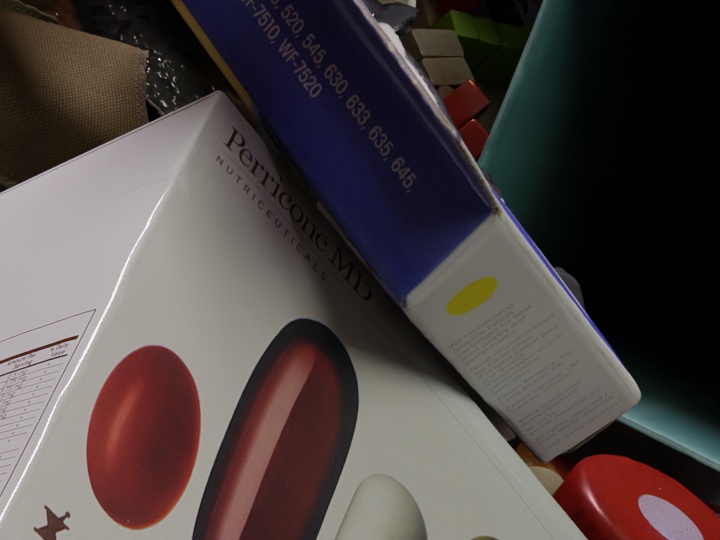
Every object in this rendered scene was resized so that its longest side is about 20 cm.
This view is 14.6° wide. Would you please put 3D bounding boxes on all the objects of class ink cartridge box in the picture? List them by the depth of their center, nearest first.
[{"bbox_3d":[-0.014,-0.056,0.753,0.198,0.047,0.200,55,5,27],"label":"ink cartridge box"}]

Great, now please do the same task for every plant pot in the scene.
[{"bbox_3d":[0.142,-0.018,0.982,0.141,0.142,0.200,26,9,23],"label":"plant pot"}]

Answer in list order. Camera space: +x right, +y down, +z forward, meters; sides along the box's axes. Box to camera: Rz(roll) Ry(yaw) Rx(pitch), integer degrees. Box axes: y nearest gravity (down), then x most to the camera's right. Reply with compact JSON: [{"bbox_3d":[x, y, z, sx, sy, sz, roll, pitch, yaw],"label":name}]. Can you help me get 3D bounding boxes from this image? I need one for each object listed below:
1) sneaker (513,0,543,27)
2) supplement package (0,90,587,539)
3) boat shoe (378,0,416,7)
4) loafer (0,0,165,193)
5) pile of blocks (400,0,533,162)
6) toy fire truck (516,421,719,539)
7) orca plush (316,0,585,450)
[{"bbox_3d":[0.086,-0.107,1.039,0.201,0.072,0.114,51,15,-31],"label":"sneaker"},{"bbox_3d":[-0.060,0.105,0.702,0.191,0.147,0.200,50,38,-24],"label":"supplement package"},{"bbox_3d":[-0.041,-0.133,0.922,0.202,0.086,0.075,45,34,-43],"label":"boat shoe"},{"bbox_3d":[-0.096,-0.046,0.832,0.200,0.067,0.076,39,34,-46],"label":"loafer"},{"bbox_3d":[0.036,-0.049,1.002,0.082,0.062,0.201,29,45,-24],"label":"pile of blocks"},{"bbox_3d":[0.076,0.096,0.914,0.199,0.112,0.168,17,26,-34],"label":"toy fire truck"},{"bbox_3d":[0.000,0.000,0.888,0.105,0.071,0.200,1,47,-36],"label":"orca plush"}]
